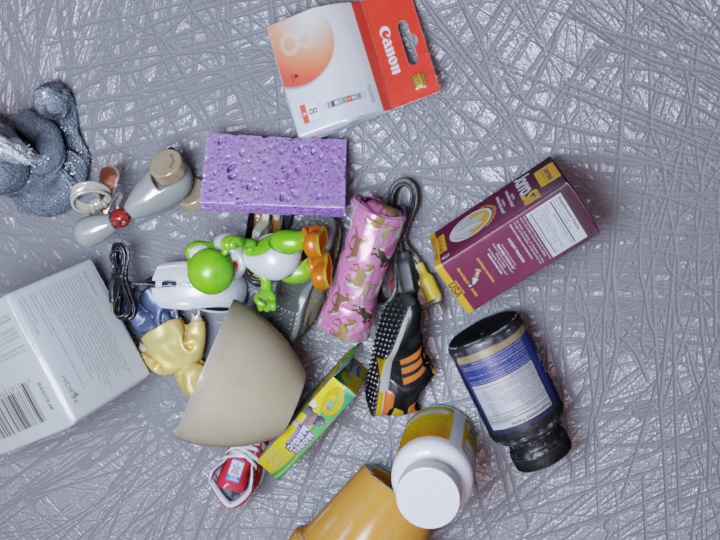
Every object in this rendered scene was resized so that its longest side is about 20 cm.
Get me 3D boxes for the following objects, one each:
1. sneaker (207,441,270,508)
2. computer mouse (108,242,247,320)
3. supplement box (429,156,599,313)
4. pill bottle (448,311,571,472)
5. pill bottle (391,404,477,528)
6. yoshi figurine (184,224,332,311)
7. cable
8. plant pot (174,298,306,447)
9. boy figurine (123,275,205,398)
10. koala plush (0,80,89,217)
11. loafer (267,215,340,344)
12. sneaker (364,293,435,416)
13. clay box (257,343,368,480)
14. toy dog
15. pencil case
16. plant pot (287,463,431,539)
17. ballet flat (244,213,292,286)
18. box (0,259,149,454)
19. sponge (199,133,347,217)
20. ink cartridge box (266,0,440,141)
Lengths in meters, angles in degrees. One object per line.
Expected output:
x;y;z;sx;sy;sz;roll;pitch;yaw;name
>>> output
-0.170;0.250;1.238;0.071;0.112;0.202;8;102;10;sneaker
-0.261;0.019;1.212;0.198;0.044;0.111;2;79;-12;computer mouse
0.197;-0.047;1.110;0.199;0.111;0.086;-34;111;14;supplement box
0.209;0.168;1.156;0.111;0.112;0.201;-26;96;14;pill bottle
0.101;0.267;1.148;0.110;0.200;0.112;2;101;10;pill bottle
-0.142;-0.005;1.105;0.198;0.112;0.114;-2;82;10;yoshi figurine
0.059;-0.027;1.195;0.096;0.050;0.202;-9;87;29;cable
-0.152;0.158;1.149;0.133;0.200;0.202;24;104;-6;plant pot
-0.276;0.104;1.256;0.124;0.064;0.201;-34;94;14;boy figurine
-0.491;-0.155;1.176;0.176;0.200;0.185;-20;97;13;koala plush
-0.077;0.009;1.203;0.075;0.069;0.201;31;109;25;loafer
0.068;0.119;1.186;0.089;0.070;0.202;4;119;-18;sneaker
-0.058;0.198;1.207;0.048;0.115;0.200;42;105;-1;clay box
-0.319;-0.116;1.203;0.198;0.097;0.133;-14;141;-16;toy dog
0.000;0.000;1.158;0.082;0.086;0.202;27;110;32;pencil case
0.010;0.388;1.204;0.199;0.200;0.184;31;88;3;plant pot
-0.134;-0.071;1.195;0.072;0.073;0.202;12;102;8;ballet flat
-0.459;0.125;1.215;0.198;0.171;0.201;-23;95;30;box
-0.116;-0.131;1.158;0.198;0.030;0.113;2;65;1;sponge
-0.011;-0.281;1.129;0.198;0.050;0.164;-18;85;16;ink cartridge box
